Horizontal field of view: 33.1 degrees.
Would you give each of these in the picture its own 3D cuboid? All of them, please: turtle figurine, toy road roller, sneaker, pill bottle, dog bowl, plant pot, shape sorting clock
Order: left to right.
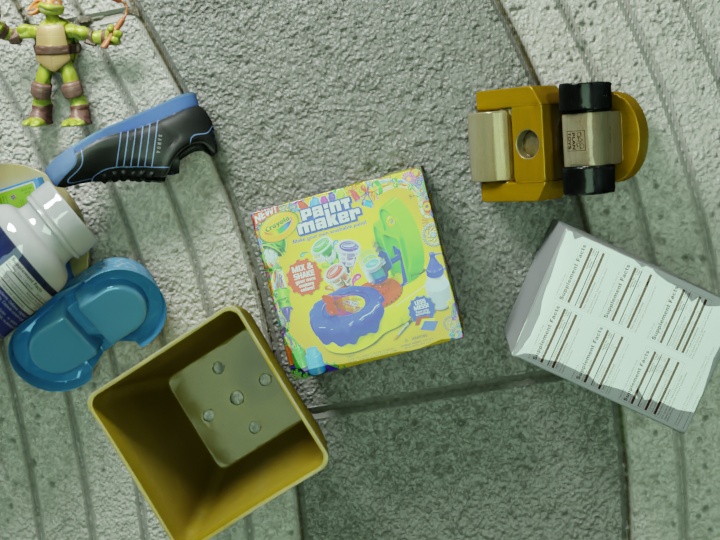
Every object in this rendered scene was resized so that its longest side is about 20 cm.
[{"bbox_3d":[-0.400,-0.003,1.365,0.200,0.120,0.120,-41,91,-9],"label":"pill bottle"},{"bbox_3d":[-0.418,-0.027,1.451,0.196,0.039,0.204,0,96,3],"label":"shape sorting clock"},{"bbox_3d":[-0.366,-0.251,1.413,0.196,0.064,0.164,0,103,-4],"label":"turtle figurine"},{"bbox_3d":[-0.321,0.059,1.429,0.198,0.050,0.112,-32,121,8],"label":"dog bowl"},{"bbox_3d":[-0.259,-0.131,1.394,0.198,0.070,0.079,-27,89,-11],"label":"sneaker"},{"bbox_3d":[-0.156,0.162,1.380,0.198,0.176,0.202,-32,93,8],"label":"plant pot"},{"bbox_3d":[0.230,-0.145,1.361,0.198,0.145,0.125,1,98,42],"label":"toy road roller"}]

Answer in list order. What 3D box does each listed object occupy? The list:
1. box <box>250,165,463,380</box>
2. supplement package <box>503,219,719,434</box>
[{"bbox_3d":[0.000,0.000,1.379,0.197,0.122,0.196,-15,93,6],"label":"box"},{"bbox_3d":[0.277,0.054,1.325,0.198,0.191,0.149,24,96,3],"label":"supplement package"}]
